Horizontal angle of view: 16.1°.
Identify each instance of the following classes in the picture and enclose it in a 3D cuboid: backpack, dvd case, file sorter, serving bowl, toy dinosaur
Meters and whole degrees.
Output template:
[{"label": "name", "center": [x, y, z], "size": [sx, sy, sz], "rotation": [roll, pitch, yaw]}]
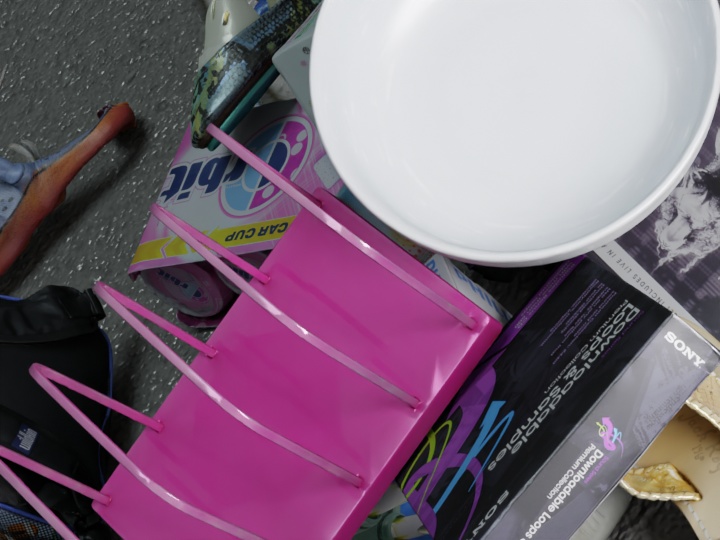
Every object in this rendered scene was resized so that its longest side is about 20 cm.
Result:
[{"label": "backpack", "center": [-0.252, 0.091, 1.506], "size": [0.154, 0.190, 0.201], "rotation": [-48, 31, 31]}, {"label": "dvd case", "center": [0.195, -0.056, 1.239], "size": [0.200, 0.016, 0.149], "rotation": [-46, 61, 4]}, {"label": "file sorter", "center": [-0.064, 0.053, 1.202], "size": [0.139, 0.125, 0.201], "rotation": [38, 93, 40]}, {"label": "serving bowl", "center": [0.078, -0.092, 1.231], "size": [0.198, 0.066, 0.202], "rotation": [-3, 73, 10]}, {"label": "toy dinosaur", "center": [-0.227, -0.041, 1.737], "size": [0.180, 0.105, 0.201], "rotation": [-18, 82, 20]}]

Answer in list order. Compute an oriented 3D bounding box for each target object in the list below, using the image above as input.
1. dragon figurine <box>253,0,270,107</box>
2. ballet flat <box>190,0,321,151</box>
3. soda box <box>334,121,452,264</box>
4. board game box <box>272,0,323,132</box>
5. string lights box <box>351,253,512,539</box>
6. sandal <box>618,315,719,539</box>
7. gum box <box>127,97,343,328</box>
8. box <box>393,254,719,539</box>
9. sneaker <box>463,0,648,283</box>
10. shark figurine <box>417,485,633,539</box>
[{"label": "dragon figurine", "center": [-0.031, -0.179, 1.600], "size": [0.099, 0.059, 0.200], "rotation": [-43, 15, 34]}, {"label": "ballet flat", "center": [-0.052, -0.154, 1.519], "size": [0.074, 0.074, 0.200], "rotation": [4, 44, 50]}, {"label": "soda box", "center": [0.000, 0.000, 1.342], "size": [0.200, 0.068, 0.064], "rotation": [-53, 0, 36]}, {"label": "board game box", "center": [0.065, -0.161, 1.372], "size": [0.199, 0.064, 0.148], "rotation": [-25, 17, 30]}, {"label": "string lights box", "center": [0.004, 0.094, 1.290], "size": [0.200, 0.103, 0.059], "rotation": [-41, 34, 14]}, {"label": "sandal", "center": [0.142, 0.073, 1.147], "size": [0.078, 0.070, 0.212], "rotation": [-45, 46, 10]}, {"label": "gum box", "center": [-0.042, -0.038, 1.498], "size": [0.199, 0.066, 0.114], "rotation": [-8, 50, 45]}, {"label": "box", "center": [0.081, 0.066, 1.135], "size": [0.143, 0.036, 0.200], "rotation": [-50, 12, 1]}, {"label": "sneaker", "center": [0.115, -0.071, 1.331], "size": [0.200, 0.088, 0.076], "rotation": [-42, -1, 35]}, {"label": "shark figurine", "center": [0.046, 0.167, 1.199], "size": [0.213, 0.090, 0.128], "rotation": [-28, 9, 10]}]
